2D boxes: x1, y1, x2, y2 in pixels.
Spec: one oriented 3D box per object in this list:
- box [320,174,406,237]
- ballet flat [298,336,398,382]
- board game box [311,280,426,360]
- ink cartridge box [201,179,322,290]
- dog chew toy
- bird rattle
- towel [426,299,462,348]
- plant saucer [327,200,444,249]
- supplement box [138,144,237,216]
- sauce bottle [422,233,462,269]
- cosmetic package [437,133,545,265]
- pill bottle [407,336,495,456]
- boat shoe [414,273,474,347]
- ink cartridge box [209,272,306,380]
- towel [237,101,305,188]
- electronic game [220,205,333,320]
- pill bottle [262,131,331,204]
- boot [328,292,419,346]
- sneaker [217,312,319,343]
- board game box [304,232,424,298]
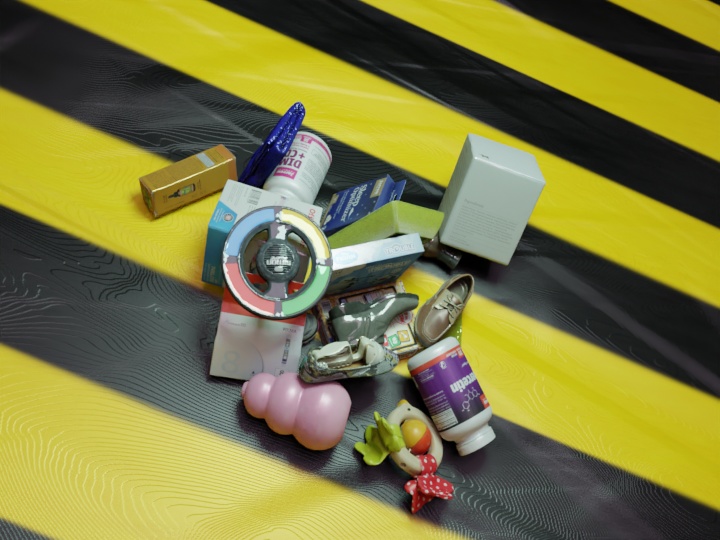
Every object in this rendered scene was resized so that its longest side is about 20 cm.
[{"bbox_3d":[-0.001,-0.132,1.472,0.032,0.197,0.123,45,49,-31],"label":"box"},{"bbox_3d":[-0.013,0.153,1.249,0.195,0.072,0.074,-6,61,-26],"label":"ballet flat"},{"bbox_3d":[0.017,0.114,1.410,0.195,0.047,0.154,-11,64,-22],"label":"board game box"},{"bbox_3d":[-0.189,-0.051,1.366,0.195,0.148,0.149,16,42,-4],"label":"ink cartridge box"},{"bbox_3d":[-0.117,0.240,1.257,0.195,0.126,0.127,16,56,3],"label":"dog chew toy"},{"bbox_3d":[0.099,0.323,1.285,0.198,0.114,0.164,35,40,2],"label":"bird rattle"},{"bbox_3d":[0.169,0.155,1.450,0.084,0.018,0.204,14,57,-10],"label":"towel"},{"bbox_3d":[0.050,-0.062,1.397,0.198,0.197,0.049,5,63,-54],"label":"plant saucer"},{"bbox_3d":[-0.353,-0.188,1.458,0.198,0.068,0.069,-30,54,-30],"label":"supplement box"},{"bbox_3d":[0.131,-0.073,1.544,0.197,0.065,0.065,33,56,6],"label":"sauce bottle"},{"bbox_3d":[0.275,-0.155,1.524,0.162,0.204,0.168,18,28,-5],"label":"cosmetic package"},{"bbox_3d":[0.176,0.238,1.334,0.111,0.112,0.204,-23,81,-27],"label":"pill bottle"},{"bbox_3d":[0.173,0.071,1.433,0.075,0.072,0.201,40,49,-4],"label":"boat shoe"},{"bbox_3d":[-0.178,0.109,1.267,0.156,0.204,0.048,10,29,-9],"label":"ink cartridge box"},{"bbox_3d":[-0.191,-0.253,1.474,0.049,0.199,0.150,31,54,-17],"label":"towel"},{"bbox_3d":[-0.143,-0.015,1.223,0.194,0.042,0.206,4,73,-12],"label":"electronic game"},{"bbox_3d":[-0.141,-0.186,1.499,0.111,0.114,0.203,22,56,-3],"label":"pill bottle"},{"bbox_3d":[0.036,0.122,1.356,0.195,0.068,0.134,-11,76,-22],"label":"boot"},{"bbox_3d":[-0.170,0.097,1.339,0.194,0.088,0.075,4,58,-15],"label":"sneaker"},{"bbox_3d":[0.000,0.000,1.379,0.195,0.199,0.044,-12,72,-22],"label":"board game box"}]
